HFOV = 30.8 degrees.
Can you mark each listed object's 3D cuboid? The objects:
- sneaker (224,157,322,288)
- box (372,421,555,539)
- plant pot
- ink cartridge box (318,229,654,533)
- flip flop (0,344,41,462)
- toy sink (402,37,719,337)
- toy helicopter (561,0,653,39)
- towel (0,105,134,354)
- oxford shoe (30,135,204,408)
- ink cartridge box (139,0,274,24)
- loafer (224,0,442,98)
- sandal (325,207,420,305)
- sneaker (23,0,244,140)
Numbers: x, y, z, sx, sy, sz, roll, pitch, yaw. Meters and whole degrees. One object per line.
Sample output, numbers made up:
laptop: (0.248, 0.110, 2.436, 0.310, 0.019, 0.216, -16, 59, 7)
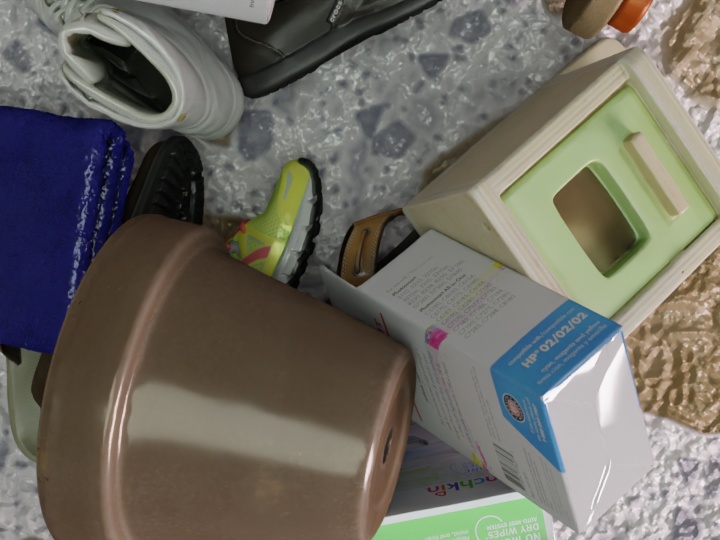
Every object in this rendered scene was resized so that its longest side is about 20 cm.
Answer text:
sneaker: (-0.091, 0.009, 0.881, 0.090, 0.078, 0.201, 27, 98, 2)
box: (0.021, 0.172, 0.862, 0.198, 0.177, 0.098, -10, 102, 2)
plant pot: (-0.065, 0.084, 0.750, 0.173, 0.200, 0.202, 13, 101, 12)
ink cartridge box: (0.071, 0.054, 0.776, 0.068, 0.199, 0.116, -37, 131, -21)
flip flop: (-0.221, 0.041, 0.893, 0.080, 0.058, 0.202, -2, 102, 0)
toy sink: (0.151, -0.052, 0.813, 0.200, 0.112, 0.131, -40, 100, -19)
toy helicopter: (0.179, -0.232, 0.792, 0.078, 0.132, 0.201, 27, 111, -6)
towel: (-0.230, -0.032, 0.832, 0.199, 0.049, 0.149, 11, 93, 33)
oxford shoe: (-0.162, 0.002, 0.842, 0.084, 0.073, 0.202, 18, 81, 27)
ink cartridge box: (-0.136, -0.238, 0.787, 0.198, 0.148, 0.086, 9, 136, -1)
loafer: (-0.004, -0.185, 0.841, 0.199, 0.073, 0.072, -29, 102, 5)
sandal: (0.000, 0.000, 0.881, 0.200, 0.082, 0.055, -41, 100, 14)
sneaker: (-0.165, -0.159, 0.809, 0.200, 0.116, 0.074, 40, 102, 8)
